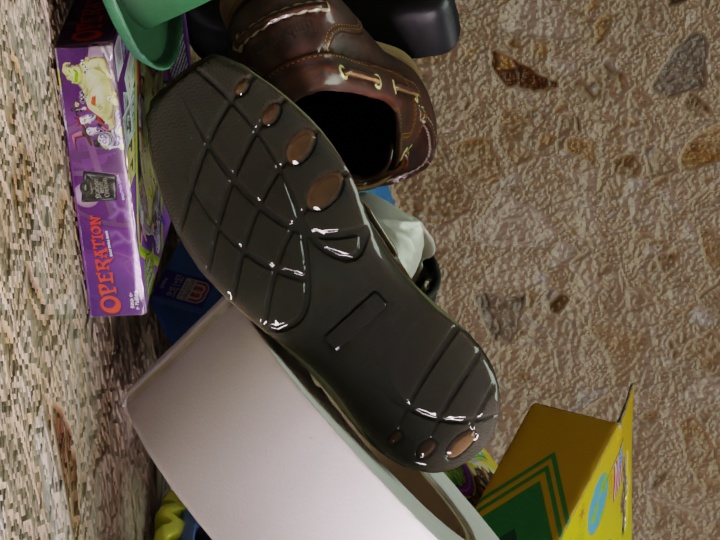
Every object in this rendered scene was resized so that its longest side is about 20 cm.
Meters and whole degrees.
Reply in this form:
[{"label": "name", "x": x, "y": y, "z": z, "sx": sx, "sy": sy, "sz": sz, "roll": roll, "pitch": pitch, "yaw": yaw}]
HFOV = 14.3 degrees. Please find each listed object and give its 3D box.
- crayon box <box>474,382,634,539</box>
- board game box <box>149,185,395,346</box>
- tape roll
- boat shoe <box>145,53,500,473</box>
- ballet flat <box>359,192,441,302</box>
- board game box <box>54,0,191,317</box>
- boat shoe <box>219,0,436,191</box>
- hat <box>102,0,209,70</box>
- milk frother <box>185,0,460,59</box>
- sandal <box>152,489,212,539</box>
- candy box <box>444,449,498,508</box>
[{"label": "crayon box", "x": 0.086, "y": 0.159, "z": 1.426, "sx": 0.200, "sy": 0.050, "sz": 0.128, "roll": -56, "pitch": 151, "yaw": -48}, {"label": "board game box", "x": -0.032, "y": 0.014, "z": 1.439, "sx": 0.200, "sy": 0.045, "sz": 0.153, "roll": 70, "pitch": 39, "yaw": -54}, {"label": "tape roll", "x": -0.011, "y": 0.102, "z": 1.249, "sx": 0.202, "sy": 0.071, "sz": 0.202, "roll": 46, "pitch": 5, "yaw": -6}, {"label": "boat shoe", "x": -0.020, "y": 0.000, "z": 1.210, "sx": 0.200, "sy": 0.075, "sz": 0.074, "roll": 54, "pitch": -2, "yaw": -8}, {"label": "ballet flat", "x": 0.000, "y": 0.000, "z": 1.344, "sx": 0.069, "sy": 0.068, "sz": 0.200, "roll": -61, "pitch": 171, "yaw": 1}, {"label": "board game box", "x": -0.098, "y": -0.077, "z": 1.230, "sx": 0.200, "sy": 0.032, "sz": 0.121, "roll": -83, "pitch": 165, "yaw": -65}, {"label": "boat shoe", "x": -0.009, "y": -0.070, "z": 1.286, "sx": 0.071, "sy": 0.070, "sz": 0.200, "roll": 65, "pitch": 11, "yaw": 23}, {"label": "hat", "x": -0.020, "y": -0.174, "z": 1.136, "sx": 0.166, "sy": 0.175, "sz": 0.201, "roll": 55, "pitch": 23, "yaw": -65}, {"label": "milk frother", "x": -0.017, "y": -0.209, "z": 1.354, "sx": 0.181, "sy": 0.187, "sz": 0.201, "roll": -76, "pitch": 160, "yaw": -57}, {"label": "sandal", "x": -0.053, "y": 0.160, "z": 1.270, "sx": 0.200, "sy": 0.086, "sz": 0.080, "roll": -90, "pitch": 173, "yaw": -59}, {"label": "candy box", "x": 0.031, "y": 0.096, "z": 1.455, "sx": 0.102, "sy": 0.026, "sz": 0.200, "roll": 50, "pitch": 10, "yaw": 18}]
